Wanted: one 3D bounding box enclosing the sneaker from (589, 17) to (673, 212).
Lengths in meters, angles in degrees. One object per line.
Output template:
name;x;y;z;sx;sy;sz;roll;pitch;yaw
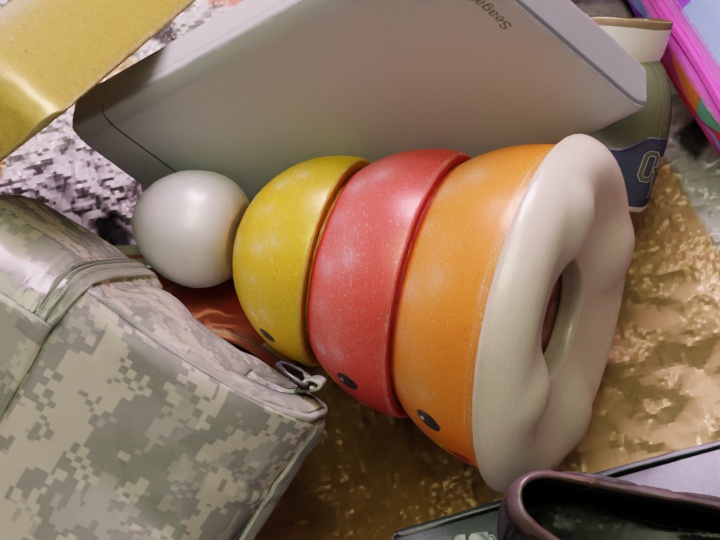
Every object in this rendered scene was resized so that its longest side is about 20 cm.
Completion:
sneaker;0.043;-0.061;1.273;0.200;0.067;0.090;-1;94;31

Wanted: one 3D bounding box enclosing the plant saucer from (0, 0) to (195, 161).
plant saucer;-0.170;-0.063;1.219;0.200;0.200;0.048;-34;98;27

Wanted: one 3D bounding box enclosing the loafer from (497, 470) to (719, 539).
loafer;0.144;0.121;1.098;0.200;0.063;0.072;14;63;15

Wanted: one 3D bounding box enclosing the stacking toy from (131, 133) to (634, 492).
stacking toy;0.000;0.000;1.196;0.200;0.146;0.146;13;65;20

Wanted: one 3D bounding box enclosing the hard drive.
hard drive;-0.002;-0.069;1.202;0.200;0.132;0.027;-26;43;34

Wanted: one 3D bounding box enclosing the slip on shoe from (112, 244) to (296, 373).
slip on shoe;-0.120;0.030;1.260;0.200;0.074;0.061;-5;64;4

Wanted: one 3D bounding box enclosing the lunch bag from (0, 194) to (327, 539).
lunch bag;-0.125;0.091;1.166;0.168;0.139;0.200;32;95;10

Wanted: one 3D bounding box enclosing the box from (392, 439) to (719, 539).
box;0.110;0.176;1.140;0.158;0.051;0.200;-15;59;2

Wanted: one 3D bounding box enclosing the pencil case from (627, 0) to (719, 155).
pencil case;0.174;-0.087;1.251;0.088;0.088;0.200;-24;57;-2
